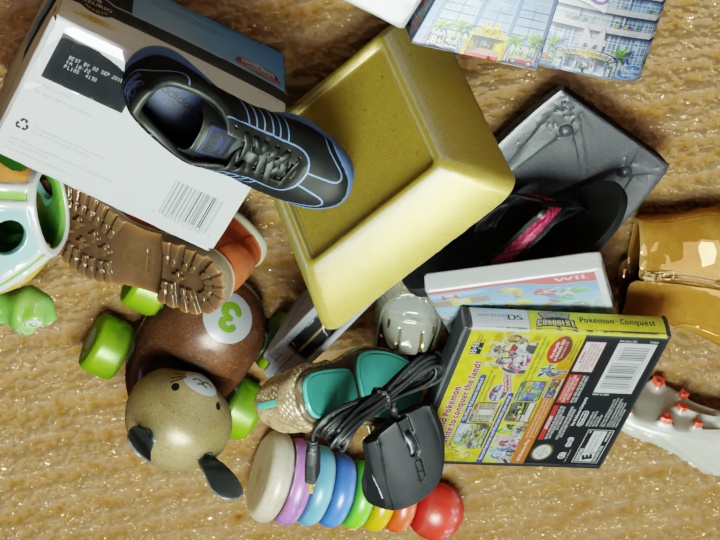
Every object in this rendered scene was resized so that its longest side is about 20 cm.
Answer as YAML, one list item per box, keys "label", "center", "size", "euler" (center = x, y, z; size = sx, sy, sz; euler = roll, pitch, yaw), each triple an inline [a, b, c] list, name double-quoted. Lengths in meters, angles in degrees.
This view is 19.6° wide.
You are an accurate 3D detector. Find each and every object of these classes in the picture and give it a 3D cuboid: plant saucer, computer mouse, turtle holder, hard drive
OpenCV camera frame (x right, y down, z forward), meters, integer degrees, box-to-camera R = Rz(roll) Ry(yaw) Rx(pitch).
- label: "plant saucer"
  center: [0.002, -0.088, 1.647]
  size: [0.200, 0.200, 0.048]
  euler: [-38, 143, 22]
- label: "computer mouse"
  center: [0.017, 0.162, 1.728]
  size: [0.140, 0.046, 0.200]
  euler: [-29, 149, -23]
- label: "turtle holder"
  center: [-0.310, -0.030, 1.702]
  size: [0.132, 0.141, 0.186]
  euler: [-1, 98, 14]
- label: "hard drive"
  center: [0.148, -0.060, 1.761]
  size: [0.135, 0.042, 0.200]
  euler: [32, 119, -20]

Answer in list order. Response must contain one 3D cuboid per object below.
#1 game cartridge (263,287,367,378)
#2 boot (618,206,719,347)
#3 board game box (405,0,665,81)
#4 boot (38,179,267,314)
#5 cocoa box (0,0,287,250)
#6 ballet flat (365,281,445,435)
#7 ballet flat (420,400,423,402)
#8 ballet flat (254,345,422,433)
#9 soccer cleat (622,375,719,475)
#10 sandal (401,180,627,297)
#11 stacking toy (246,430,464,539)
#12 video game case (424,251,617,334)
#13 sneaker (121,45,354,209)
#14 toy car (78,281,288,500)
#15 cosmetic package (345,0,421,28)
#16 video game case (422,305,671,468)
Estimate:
- label: "game cartridge"
  center: [0.000, 0.000, 1.742]
  size: [0.040, 0.133, 0.200]
  euler: [38, 124, -10]
- label: "boot"
  center: [0.295, 0.038, 1.811]
  size: [0.144, 0.071, 0.201]
  euler: [-5, 113, -2]
- label: "board game box"
  center: [0.156, -0.255, 1.609]
  size: [0.200, 0.062, 0.200]
  euler: [11, 115, -11]
- label: "boot"
  center: [-0.177, -0.033, 1.758]
  size: [0.200, 0.107, 0.075]
  euler: [25, 123, 16]
- label: "cocoa box"
  center: [-0.173, -0.135, 1.652]
  size: [0.200, 0.131, 0.133]
  euler: [25, 117, -16]
- label: "ballet flat"
  center: [0.041, 0.072, 1.836]
  size: [0.067, 0.062, 0.200]
  euler: [5, 123, -6]
- label: "ballet flat"
  center: [0.133, 0.099, 1.854]
  size: [0.200, 0.070, 0.067]
  euler: [-11, 152, 2]
- label: "ballet flat"
  center: [-0.022, 0.100, 1.739]
  size: [0.065, 0.200, 0.071]
  euler: [-12, 81, 31]
- label: "soccer cleat"
  center: [0.301, 0.150, 1.891]
  size: [0.200, 0.069, 0.078]
  euler: [12, 130, -10]
- label: "sandal"
  center: [0.122, -0.030, 1.709]
  size: [0.200, 0.075, 0.045]
  euler: [-17, 133, 15]
- label: "stacking toy"
  center: [0.000, 0.210, 1.921]
  size: [0.200, 0.085, 0.085]
  euler: [16, 122, -17]
- label: "video game case"
  center: [0.139, 0.030, 1.745]
  size: [0.143, 0.017, 0.200]
  euler: [-7, 161, 9]
- label: "sneaker"
  center: [-0.091, -0.094, 1.558]
  size: [0.200, 0.078, 0.070]
  euler: [27, 112, -17]
- label: "toy car"
  center: [-0.145, 0.107, 1.774]
  size: [0.164, 0.200, 0.158]
  euler: [26, 120, -17]
- label: "cosmetic package"
  center: [-0.030, -0.280, 1.597]
  size: [0.200, 0.074, 0.102]
  euler: [25, 120, -19]
- label: "video game case"
  center: [0.148, 0.103, 1.785]
  size: [0.181, 0.026, 0.200]
  euler: [3, 140, -14]
